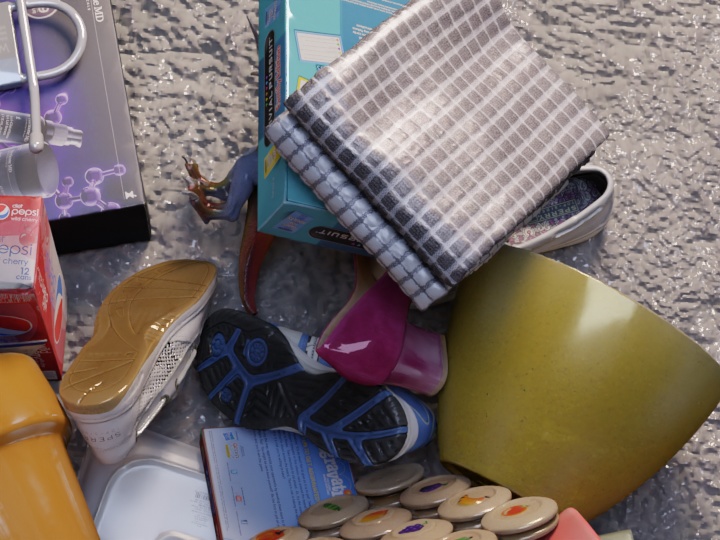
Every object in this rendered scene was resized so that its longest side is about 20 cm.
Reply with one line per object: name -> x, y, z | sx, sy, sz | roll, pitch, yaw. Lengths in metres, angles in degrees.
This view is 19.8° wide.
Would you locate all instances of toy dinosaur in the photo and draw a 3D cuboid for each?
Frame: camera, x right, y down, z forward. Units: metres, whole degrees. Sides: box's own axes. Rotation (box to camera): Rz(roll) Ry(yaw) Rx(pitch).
toy dinosaur -> -0.041, -0.099, 1.507 | 0.181, 0.105, 0.201 | -24, 100, 4

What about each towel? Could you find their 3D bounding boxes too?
towel -> 0.057, -0.094, 1.346 | 0.166, 0.086, 0.200 | 46, 52, 2

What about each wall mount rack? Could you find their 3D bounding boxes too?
wall mount rack -> -0.291, -0.139, 1.450 | 0.199, 0.075, 0.174 | -11, 71, -3

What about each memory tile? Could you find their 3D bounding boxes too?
memory tile -> 0.022, 0.168, 1.321 | 0.153, 0.200, 0.017 | -23, 104, -29

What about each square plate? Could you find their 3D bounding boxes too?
square plate -> -0.122, 0.218, 1.432 | 0.199, 0.028, 0.199 | 17, 71, 4

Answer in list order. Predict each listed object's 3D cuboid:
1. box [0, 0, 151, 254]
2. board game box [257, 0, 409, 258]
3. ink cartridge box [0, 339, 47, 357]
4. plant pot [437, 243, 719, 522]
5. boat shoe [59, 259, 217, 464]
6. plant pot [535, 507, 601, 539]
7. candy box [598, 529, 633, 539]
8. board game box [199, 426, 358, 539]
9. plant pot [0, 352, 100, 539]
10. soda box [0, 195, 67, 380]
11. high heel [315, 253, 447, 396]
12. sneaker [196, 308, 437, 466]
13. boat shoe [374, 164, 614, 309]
box -> -0.240, -0.115, 1.523 | 0.141, 0.079, 0.201 | -9, 71, -8
board game box -> 0.006, -0.108, 1.413 | 0.150, 0.047, 0.201 | 13, 60, -24
ink cartridge box -> -0.307, 0.099, 1.383 | 0.200, 0.095, 0.037 | -39, 75, 21
plant pot -> 0.130, 0.093, 1.406 | 0.200, 0.200, 0.142 | 29, 80, 8
boat shoe -> -0.152, 0.062, 1.446 | 0.071, 0.070, 0.200 | 2, 32, 21
plant pot -> 0.115, 0.278, 1.289 | 0.177, 0.200, 0.201 | -33, 74, 0
candy box -> 0.102, 0.257, 1.411 | 0.199, 0.055, 0.116 | -12, 71, -6
board game box -> -0.045, 0.185, 1.401 | 0.103, 0.019, 0.200 | -3, 46, -12
plant pot -> -0.251, 0.186, 1.349 | 0.200, 0.200, 0.184 | -32, 76, -13
soda box -> -0.240, 0.014, 1.409 | 0.063, 0.200, 0.070 | 2, 70, -2
high heel -> 0.000, 0.000, 1.423 | 0.096, 0.067, 0.201 | 20, 44, -29
sneaker -> -0.034, 0.086, 1.454 | 0.200, 0.077, 0.076 | 28, 101, 32
boat shoe -> 0.094, -0.028, 1.506 | 0.199, 0.069, 0.072 | -14, 73, -5
